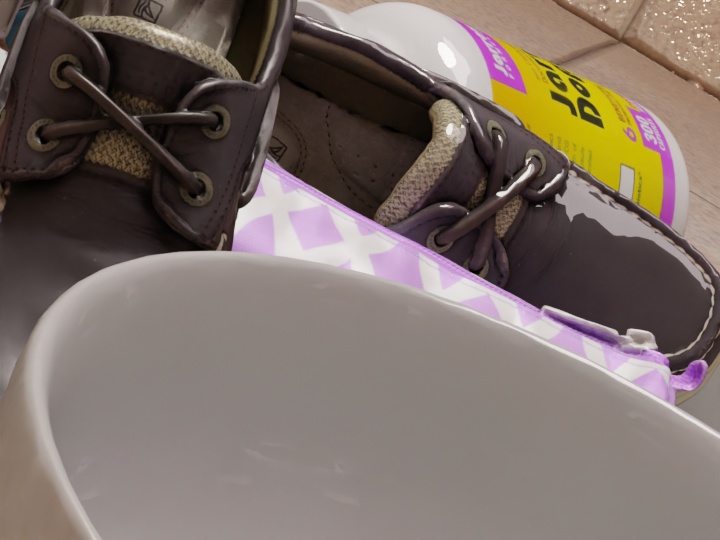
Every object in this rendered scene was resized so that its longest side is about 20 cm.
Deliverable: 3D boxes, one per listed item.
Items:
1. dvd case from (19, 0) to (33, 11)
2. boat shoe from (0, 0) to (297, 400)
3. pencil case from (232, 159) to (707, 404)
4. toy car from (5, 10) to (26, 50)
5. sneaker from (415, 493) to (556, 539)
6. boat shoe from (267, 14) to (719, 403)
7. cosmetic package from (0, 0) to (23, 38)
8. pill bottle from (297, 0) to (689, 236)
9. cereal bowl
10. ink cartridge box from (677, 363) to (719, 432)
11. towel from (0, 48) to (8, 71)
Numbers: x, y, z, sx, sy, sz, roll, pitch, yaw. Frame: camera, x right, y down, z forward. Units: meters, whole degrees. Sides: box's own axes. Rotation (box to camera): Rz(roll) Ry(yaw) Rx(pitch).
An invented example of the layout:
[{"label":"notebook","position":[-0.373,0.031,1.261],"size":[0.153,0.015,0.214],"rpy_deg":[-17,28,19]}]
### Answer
[{"label":"dvd case","position":[-0.177,-0.110,0.687],"size":[0.148,0.016,0.200],"rpy_deg":[29,14,2]},{"label":"boat shoe","position":[-0.056,-0.036,0.561],"size":[0.072,0.065,0.200],"rpy_deg":[21,51,-8]},{"label":"pencil case","position":[-0.007,0.016,0.638],"size":[0.200,0.086,0.084],"rpy_deg":[28,10,-5]},{"label":"toy car","position":[-0.124,-0.144,0.903],"size":[0.176,0.185,0.200],"rpy_deg":[16,-19,-2]},{"label":"sneaker","position":[0.051,0.079,0.541],"size":[0.200,0.074,0.087],"rpy_deg":[26,18,2]},{"label":"boat shoe","position":[0.019,-0.021,0.701],"size":[0.200,0.072,0.065],"rpy_deg":[29,-19,4]},{"label":"cosmetic package","position":[-0.153,-0.148,0.680],"size":[0.103,0.073,0.200],"rpy_deg":[18,19,-29]},{"label":"pill bottle","position":[0.035,-0.043,0.937],"size":[0.200,0.104,0.104],"rpy_deg":[18,17,-46]},{"label":"cereal bowl","position":[0.020,0.083,0.402],"size":[0.200,0.083,0.200],"rpy_deg":[25,20,-10]},{"label":"ink cartridge box","position":[0.172,0.016,0.837],"size":[0.087,0.145,0.200],"rpy_deg":[33,0,8]},{"label":"towel","position":[-0.182,-0.077,0.645],"size":[0.200,0.024,0.147],"rpy_deg":[28,14,-3]}]
